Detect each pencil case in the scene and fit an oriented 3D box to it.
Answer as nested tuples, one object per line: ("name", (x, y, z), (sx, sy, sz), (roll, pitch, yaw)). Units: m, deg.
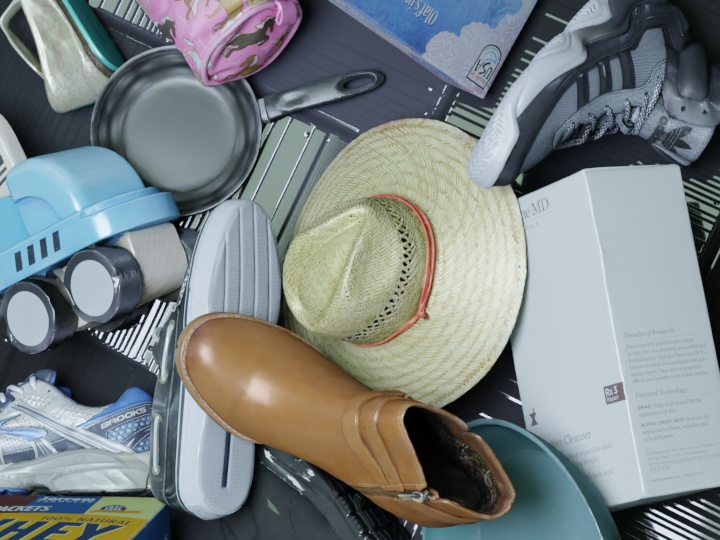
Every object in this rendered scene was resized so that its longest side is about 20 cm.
("pencil case", (-0.119, -0.215, 1.491), (0.082, 0.087, 0.201), (-25, 68, -25))

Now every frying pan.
("frying pan", (-0.092, -0.114, 1.509), (0.190, 0.031, 0.115), (-36, 82, -4))

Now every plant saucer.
("plant saucer", (0.107, 0.186, 1.376), (0.036, 0.200, 0.201), (-11, 78, -31))

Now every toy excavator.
("toy excavator", (-0.213, -0.048, 1.482), (0.194, 0.100, 0.201), (-23, 85, 37))

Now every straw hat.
("straw hat", (0.000, 0.000, 1.409), (0.200, 0.085, 0.203), (-4, 83, 39))

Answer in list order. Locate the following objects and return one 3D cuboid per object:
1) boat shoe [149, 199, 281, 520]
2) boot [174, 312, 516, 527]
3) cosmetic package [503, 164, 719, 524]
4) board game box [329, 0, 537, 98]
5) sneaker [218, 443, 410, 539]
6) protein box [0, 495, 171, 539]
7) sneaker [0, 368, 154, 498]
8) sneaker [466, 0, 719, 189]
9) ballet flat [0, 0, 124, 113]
("boat shoe", (-0.102, 0.053, 1.422), (0.071, 0.072, 0.202), (1, 79, 39))
("boot", (-0.009, 0.090, 1.334), (0.200, 0.155, 0.077), (41, 76, -14))
("cosmetic package", (0.153, 0.044, 1.385), (0.081, 0.113, 0.202), (-6, 79, -32))
("board game box", (0.060, -0.235, 1.404), (0.043, 0.200, 0.200), (31, 92, 40))
("sneaker", (-0.037, 0.165, 1.451), (0.091, 0.076, 0.200), (-48, 67, 10))
("protein box", (-0.201, 0.260, 1.382), (0.134, 0.200, 0.200), (0, 101, 12))
("sneaker", (-0.224, 0.111, 1.501), (0.198, 0.077, 0.086), (0, 74, 6))
("sneaker", (0.157, -0.098, 1.398), (0.114, 0.076, 0.200), (40, 59, 6))
("ballet flat", (-0.229, -0.199, 1.535), (0.062, 0.067, 0.201), (-31, 77, 18))
